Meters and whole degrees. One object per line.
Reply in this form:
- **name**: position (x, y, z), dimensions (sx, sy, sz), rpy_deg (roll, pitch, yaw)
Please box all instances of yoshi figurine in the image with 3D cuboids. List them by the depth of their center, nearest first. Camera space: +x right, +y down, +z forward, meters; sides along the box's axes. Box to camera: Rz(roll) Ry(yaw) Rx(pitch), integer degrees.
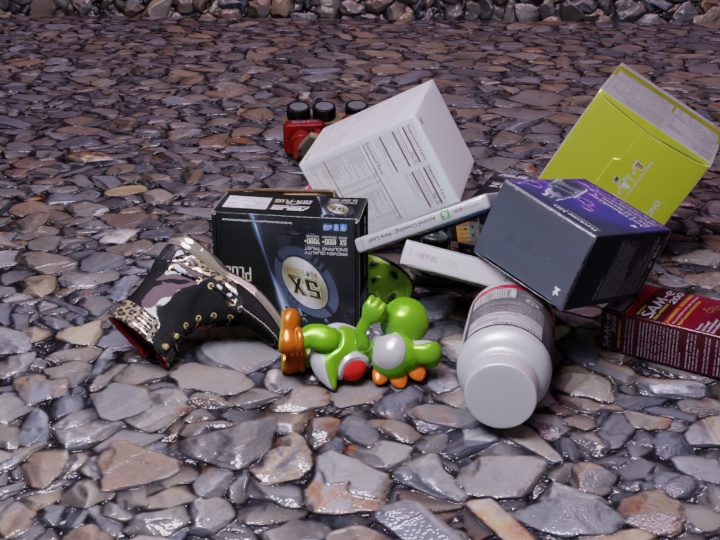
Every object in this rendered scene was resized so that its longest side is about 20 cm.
- **yoshi figurine**: position (0.001, 0.077, 1.414), dimensions (0.199, 0.113, 0.112), rpy_deg (3, 17, 0)

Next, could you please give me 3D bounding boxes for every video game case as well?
- **video game case**: position (0.106, -0.065, 1.512), dimensions (0.181, 0.022, 0.200), rpy_deg (-19, -2, 20)

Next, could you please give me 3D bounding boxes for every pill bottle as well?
- **pill bottle**: position (0.171, 0.100, 1.348), dimensions (0.110, 0.111, 0.200), rpy_deg (4, 24, 10)

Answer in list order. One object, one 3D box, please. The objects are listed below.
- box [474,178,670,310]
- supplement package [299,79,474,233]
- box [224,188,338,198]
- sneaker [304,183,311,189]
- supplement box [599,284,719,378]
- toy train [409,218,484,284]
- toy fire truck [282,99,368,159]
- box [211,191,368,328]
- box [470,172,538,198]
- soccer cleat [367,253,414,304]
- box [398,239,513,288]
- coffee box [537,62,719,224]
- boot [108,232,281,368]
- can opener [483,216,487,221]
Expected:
- **box**: position (0.266, -0.037, 1.433), dimensions (0.148, 0.105, 0.200), rpy_deg (36, 25, 31)
- **supplement package**: position (0.043, -0.162, 1.740), dimensions (0.199, 0.151, 0.152), rpy_deg (-21, 22, 24)
- **box**: position (-0.088, -0.066, 1.663), dimensions (0.163, 0.021, 0.200), rpy_deg (1, -22, 16)
- **sneaker**: position (-0.054, -0.104, 1.843), dimensions (0.199, 0.096, 0.079), rpy_deg (-16, 26, -36)
- **supplement box**: position (0.419, 0.077, 1.464), dimensions (0.199, 0.061, 0.109), rpy_deg (13, 27, 31)
- **toy train**: position (0.134, -0.041, 1.720), dimensions (0.113, 0.086, 0.200), rpy_deg (9, 24, -2)
- **toy fire truck**: position (-0.056, -0.249, 2.167), dimensions (0.175, 0.129, 0.200), rpy_deg (-2, 35, -5)
- **box**: position (-0.092, -0.013, 1.544), dimensions (0.199, 0.165, 0.086), rpy_deg (4, 24, 7)
- **box**: position (0.295, -0.107, 1.905), dimensions (0.199, 0.049, 0.161), rpy_deg (10, 23, 20)
- **soccer cleat**: position (0.000, 0.000, 1.645), dimensions (0.199, 0.068, 0.081), rpy_deg (15, 15, 32)
- **box**: position (0.124, -0.005, 1.526), dimensions (0.144, 0.037, 0.200), rpy_deg (15, 1, 1)
- **coffee box**: position (0.414, -0.169, 1.777), dimensions (0.200, 0.200, 0.198), rpy_deg (35, 30, 6)
- **boot**: position (-0.205, 0.064, 1.462), dimensions (0.200, 0.073, 0.151), rpy_deg (41, 62, -2)
- **can opener**: position (0.166, -0.081, 1.834), dimensions (0.199, 0.079, 0.063), rpy_deg (-4, 20, 21)
